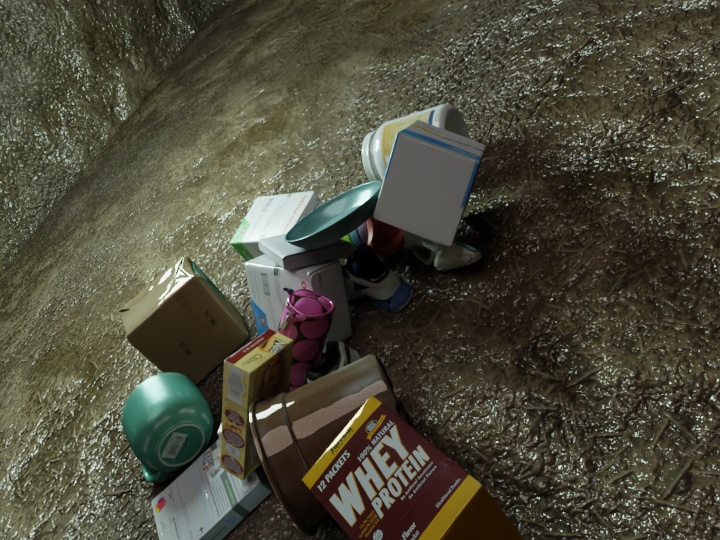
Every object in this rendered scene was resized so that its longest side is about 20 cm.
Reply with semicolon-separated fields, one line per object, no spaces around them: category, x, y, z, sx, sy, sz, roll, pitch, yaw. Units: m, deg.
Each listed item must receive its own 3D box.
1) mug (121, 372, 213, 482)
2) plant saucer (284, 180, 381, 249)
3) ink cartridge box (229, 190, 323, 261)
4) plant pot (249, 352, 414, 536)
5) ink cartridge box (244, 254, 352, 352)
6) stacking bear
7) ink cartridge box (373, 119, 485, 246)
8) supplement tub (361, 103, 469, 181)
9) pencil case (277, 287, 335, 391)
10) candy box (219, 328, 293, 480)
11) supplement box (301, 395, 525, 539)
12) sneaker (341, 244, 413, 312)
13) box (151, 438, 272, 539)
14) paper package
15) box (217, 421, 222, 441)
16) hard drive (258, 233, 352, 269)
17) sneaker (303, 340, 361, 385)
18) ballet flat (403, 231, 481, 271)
mug;-0.339;0.295;1.158;0.149;0.190;0.114;-26;37;-25
plant saucer;-0.041;-0.091;1.117;0.196;0.037;0.201;-28;17;9
ink cartridge box;-0.182;-0.095;1.462;0.196;0.085;0.148;0;51;41
plant pot;-0.028;0.232;0.914;0.195;0.203;0.202;-29;36;-1
ink cartridge box;-0.118;0.054;1.188;0.196;0.151;0.085;7;22;43
stacking bear;-0.008;-0.084;1.283;0.112;0.126;0.197;-12;4;-41
ink cartridge box;0.125;-0.159;1.110;0.142;0.151;0.200;20;22;7
supplement tub;0.114;-0.246;1.313;0.195;0.145;0.147;-9;45;34
pencil case;-0.111;0.131;1.076;0.089;0.205;0.093;29;30;23
candy box;-0.164;0.211;1.008;0.054;0.206;0.115;20;28;23
supplement box;0.070;0.292;0.745;0.133;0.199;0.198;-46;36;-12
sneaker;0.000;0.000;1.178;0.196;0.116;0.081;11;56;46
box;-0.253;0.378;1.068;0.199;0.041;0.156;-42;36;-5
paper package;-0.355;0.111;1.303;0.190;0.201;0.103;-41;37;-6
box;-0.202;0.226;1.142;0.037;0.042;0.202;-6;32;15
hard drive;-0.109;-0.045;1.200;0.128;0.028;0.199;-13;16;-19
sneaker;-0.075;0.206;1.055;0.074;0.088;0.203;10;60;43
ballet flat;0.143;-0.036;1.150;0.072;0.072;0.199;-44;35;-9
